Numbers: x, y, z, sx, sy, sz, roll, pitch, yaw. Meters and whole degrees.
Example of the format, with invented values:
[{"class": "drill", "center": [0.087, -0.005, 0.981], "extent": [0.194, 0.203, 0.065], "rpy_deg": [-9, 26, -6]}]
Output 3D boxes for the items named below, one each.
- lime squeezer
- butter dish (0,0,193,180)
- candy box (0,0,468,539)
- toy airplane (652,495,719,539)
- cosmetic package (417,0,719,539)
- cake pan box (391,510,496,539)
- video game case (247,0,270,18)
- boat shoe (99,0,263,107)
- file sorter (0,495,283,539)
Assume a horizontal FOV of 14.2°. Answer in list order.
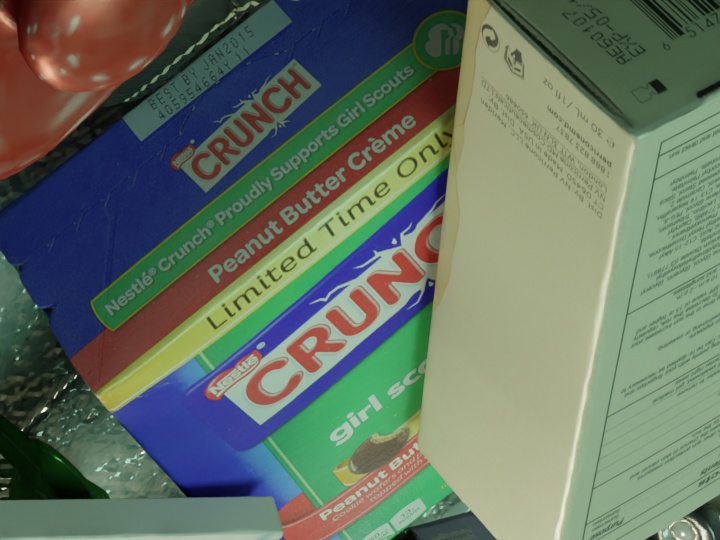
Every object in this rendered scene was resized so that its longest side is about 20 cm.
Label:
[{"class": "lime squeezer", "center": [-0.112, 0.084, 0.936], "extent": [0.070, 0.038, 0.201], "rpy_deg": [-2, 137, -4]}, {"class": "butter dish", "center": [-0.091, -0.096, 0.656], "extent": [0.200, 0.148, 0.200], "rpy_deg": [-49, 146, 8]}, {"class": "candy box", "center": [0.000, 0.000, 0.895], "extent": [0.169, 0.077, 0.200], "rpy_deg": [-38, 149, -2]}, {"class": "toy airplane", "center": [0.177, 0.169, 1.216], "extent": [0.201, 0.141, 0.199], "rpy_deg": [-60, 165, 0]}, {"class": "cosmetic package", "center": [0.081, -0.010, 0.826], "extent": [0.103, 0.073, 0.201], "rpy_deg": [-27, 147, -26]}, {"class": "cake pan box", "center": [-0.038, 0.170, 1.051], "extent": [0.184, 0.052, 0.200], "rpy_deg": [-11, 146, -42]}, {"class": "video game case", "center": [0.067, -0.134, 0.892], "extent": [0.199, 0.018, 0.144], "rpy_deg": [-7, 131, -41]}, {"class": "boat shoe", "center": [-0.011, -0.107, 0.758], "extent": [0.060, 0.074, 0.200], "rpy_deg": [26, 122, -28]}, {"class": "file sorter", "center": [-0.116, 0.169, 0.866], "extent": [0.138, 0.125, 0.200], "rpy_deg": [3, 146, -39]}]
